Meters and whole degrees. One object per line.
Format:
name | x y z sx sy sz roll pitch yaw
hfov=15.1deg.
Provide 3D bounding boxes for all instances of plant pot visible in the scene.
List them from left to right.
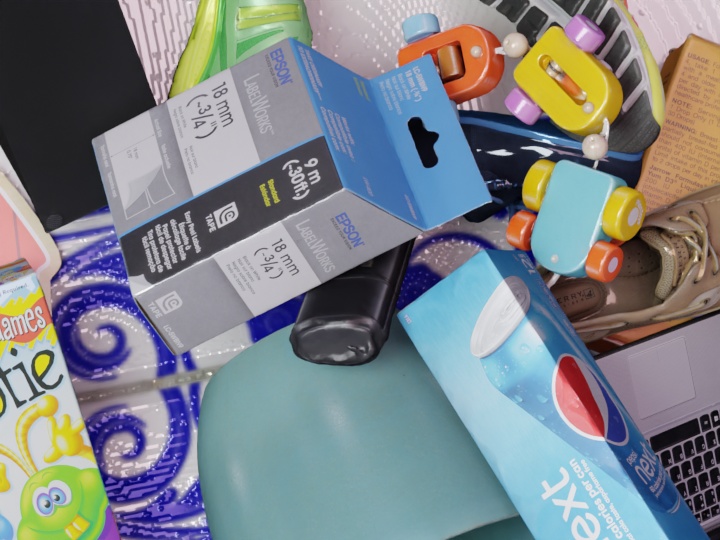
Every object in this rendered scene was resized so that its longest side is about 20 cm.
plant pot | -0.005 0.116 1.584 0.200 0.201 0.161 -24 73 -9

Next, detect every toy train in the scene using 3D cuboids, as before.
toy train | 0.096 -0.069 1.590 0.150 0.056 0.201 -24 71 28

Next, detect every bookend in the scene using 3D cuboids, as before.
bookend | -0.207 -0.165 1.625 0.092 0.199 0.200 -25 131 -9

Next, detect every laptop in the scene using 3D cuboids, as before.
laptop | 0.224 0.133 1.578 0.187 0.116 0.201 -17 97 -46

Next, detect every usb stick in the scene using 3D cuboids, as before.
usb stick | 0.000 0.000 1.563 0.055 0.200 0.033 -5 114 11

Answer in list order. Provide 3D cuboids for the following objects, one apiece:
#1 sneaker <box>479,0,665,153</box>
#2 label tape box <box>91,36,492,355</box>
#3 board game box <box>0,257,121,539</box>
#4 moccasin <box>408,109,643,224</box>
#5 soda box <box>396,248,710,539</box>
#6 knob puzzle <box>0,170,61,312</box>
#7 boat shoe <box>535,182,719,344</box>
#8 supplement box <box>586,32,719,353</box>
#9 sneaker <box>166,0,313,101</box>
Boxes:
sneaker | 0.139 -0.151 1.656 0.078 0.090 0.200 -47 56 29
label tape box | -0.043 -0.058 1.540 0.200 0.063 0.144 -27 43 6
board game box | -0.210 0.106 1.580 0.105 0.103 0.201 -18 98 -9
moccasin | 0.075 -0.062 1.669 0.199 0.080 0.068 9 99 17
soda box | 0.107 0.087 1.503 0.068 0.064 0.200 -37 75 20
knob puzzle | -0.280 0.001 1.640 0.219 0.030 0.220 1 83 -7
boat shoe | 0.185 -0.002 1.614 0.200 0.065 0.071 -24 87 -9
supplement box | 0.194 -0.042 1.686 0.069 0.067 0.201 19 82 -5
sneaker | -0.060 -0.151 1.666 0.083 0.074 0.201 18 91 -2
